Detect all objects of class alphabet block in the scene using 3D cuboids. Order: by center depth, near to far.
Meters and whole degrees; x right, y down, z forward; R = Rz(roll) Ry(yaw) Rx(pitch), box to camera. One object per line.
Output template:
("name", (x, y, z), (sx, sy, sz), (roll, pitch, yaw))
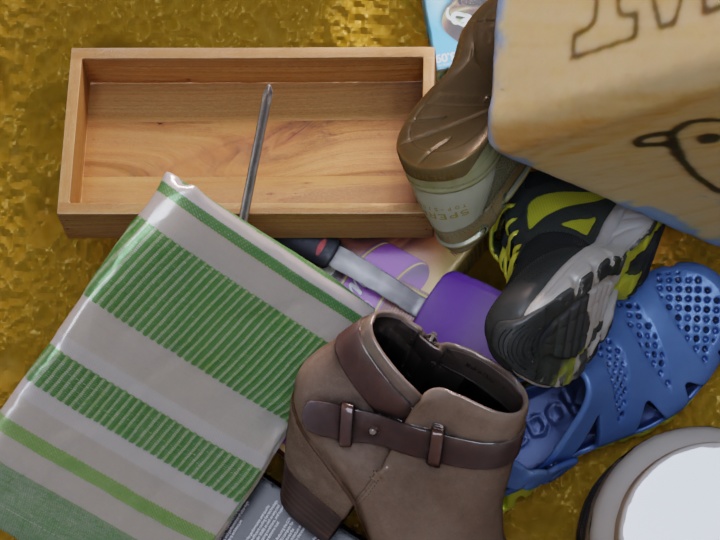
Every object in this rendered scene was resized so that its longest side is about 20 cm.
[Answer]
("alphabet block", (0.202, -0.142, 1.179), (0.194, 0.199, 0.198), (18, 68, -39))

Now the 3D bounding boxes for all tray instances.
("tray", (-0.059, -0.068, 1.283), (0.198, 0.037, 0.099), (0, 67, 3))

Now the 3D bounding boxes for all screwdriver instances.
("screwdriver", (-0.066, -0.003, 1.254), (0.028, 0.029, 0.202), (12, 105, 0))

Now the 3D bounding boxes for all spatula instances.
("spatula", (0.000, 0.000, 1.284), (0.199, 0.021, 0.057), (30, 83, 9))

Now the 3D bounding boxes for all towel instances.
("towel", (-0.101, 0.066, 1.233), (0.152, 0.023, 0.201), (34, 93, -32))

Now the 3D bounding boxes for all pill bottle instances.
("pill bottle", (0.172, 0.141, 1.225), (0.115, 0.200, 0.118), (0, 82, 1))

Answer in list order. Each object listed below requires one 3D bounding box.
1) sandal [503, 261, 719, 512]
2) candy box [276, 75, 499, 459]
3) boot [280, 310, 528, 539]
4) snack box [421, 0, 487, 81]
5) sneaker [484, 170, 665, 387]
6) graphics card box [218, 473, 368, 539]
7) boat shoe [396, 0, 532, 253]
("sandal", (0.122, 0.066, 1.295), (0.199, 0.087, 0.080), (-37, 80, -5))
("candy box", (-0.014, 0.000, 1.323), (0.116, 0.056, 0.200), (38, 84, 8))
("boot", (0.049, 0.111, 1.228), (0.199, 0.147, 0.070), (29, 41, -3))
("snack box", (0.130, -0.181, 1.352), (0.198, 0.037, 0.117), (-10, 83, 0))
("sneaker", (0.098, -0.003, 1.249), (0.084, 0.200, 0.075), (22, 119, 17))
("graphics card box", (-0.044, 0.190, 1.301), (0.199, 0.051, 0.126), (31, 84, 7))
("boat shoe", (0.087, -0.094, 1.270), (0.073, 0.063, 0.201), (5, 42, 31))
